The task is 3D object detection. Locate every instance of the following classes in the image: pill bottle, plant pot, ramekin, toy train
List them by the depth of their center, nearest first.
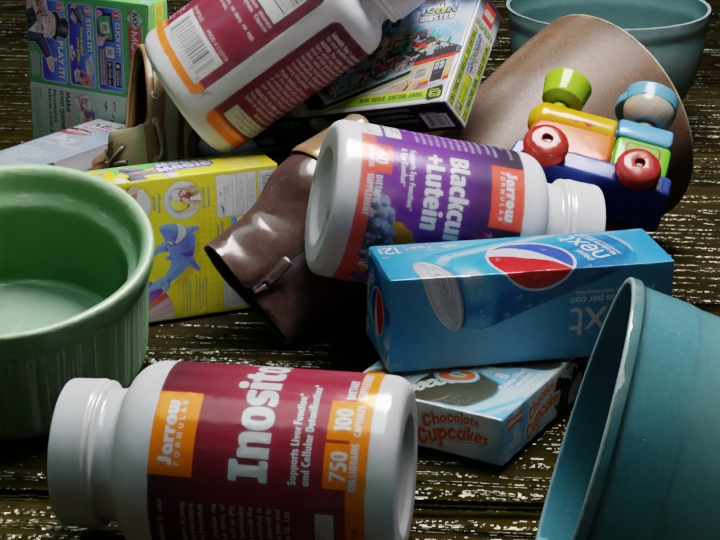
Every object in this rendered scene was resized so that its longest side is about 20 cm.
[{"bbox_3d":[0.195,0.127,0.934,0.187,0.201,0.200,17,22,2],"label":"plant pot"},{"bbox_3d":[-0.071,0.110,1.062,0.198,0.114,0.113,3,21,9],"label":"pill bottle"},{"bbox_3d":[-0.236,0.023,1.258,0.198,0.098,0.201,0,36,0],"label":"ramekin"},{"bbox_3d":[0.068,-0.037,1.324,0.199,0.112,0.112,9,19,-12],"label":"pill bottle"},{"bbox_3d":[0.141,-0.106,1.410,0.199,0.085,0.116,15,57,6],"label":"toy train"},{"bbox_3d":[-0.056,-0.190,1.423,0.199,0.114,0.114,-34,19,9],"label":"pill bottle"},{"bbox_3d":[0.136,-0.082,1.515,0.199,0.188,0.186,-32,35,-29],"label":"plant pot"},{"bbox_3d":[0.242,-0.197,1.838,0.199,0.135,0.200,-1,21,0],"label":"plant pot"}]

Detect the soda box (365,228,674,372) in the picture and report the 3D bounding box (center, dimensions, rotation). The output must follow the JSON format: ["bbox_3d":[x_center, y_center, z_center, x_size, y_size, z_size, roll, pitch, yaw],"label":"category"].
[{"bbox_3d":[0.107,0.019,1.256,0.199,0.068,0.064,-4,23,-13],"label":"soda box"}]

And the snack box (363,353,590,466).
[{"bbox_3d":[0.088,0.069,1.275,0.116,0.037,0.200,10,23,27],"label":"snack box"}]

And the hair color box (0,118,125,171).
[{"bbox_3d":[-0.254,-0.049,1.499,0.060,0.100,0.200,12,24,33],"label":"hair color box"}]

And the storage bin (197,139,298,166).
[{"bbox_3d":[-0.089,-0.084,1.601,0.134,0.094,0.200,-6,21,-17],"label":"storage bin"}]

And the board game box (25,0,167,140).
[{"bbox_3d":[-0.223,-0.138,1.592,0.134,0.201,0.029,12,23,28],"label":"board game box"}]

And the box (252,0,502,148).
[{"bbox_3d":[0.006,-0.156,1.460,0.199,0.035,0.111,-3,55,36],"label":"box"}]

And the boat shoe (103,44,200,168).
[{"bbox_3d":[-0.171,-0.089,1.495,0.073,0.201,0.076,17,-24,-26],"label":"boat shoe"}]

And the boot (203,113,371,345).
[{"bbox_3d":[0.000,0.000,1.397,0.166,0.200,0.072,-46,5,-20],"label":"boot"}]

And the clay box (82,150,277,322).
[{"bbox_3d":[-0.161,-0.021,1.404,0.199,0.116,0.048,-7,21,-20],"label":"clay box"}]
